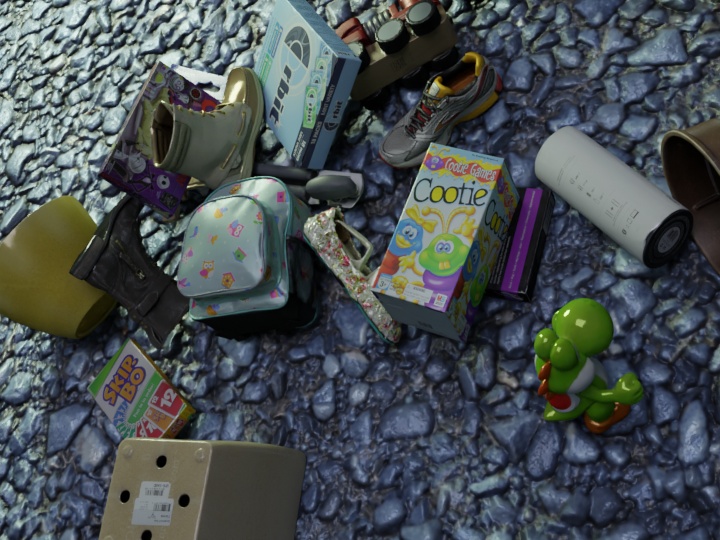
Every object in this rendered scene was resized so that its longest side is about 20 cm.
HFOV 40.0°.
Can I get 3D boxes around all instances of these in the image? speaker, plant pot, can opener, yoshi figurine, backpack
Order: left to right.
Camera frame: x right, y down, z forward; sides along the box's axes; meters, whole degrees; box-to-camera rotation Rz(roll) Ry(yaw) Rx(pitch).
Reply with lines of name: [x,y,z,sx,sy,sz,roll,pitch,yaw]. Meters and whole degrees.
plant pot: [-0.431,0.016,1.441,0.141,0.200,0.201,40,86,6]
plant pot: [-0.202,0.293,1.198,0.196,0.177,0.204,-2,66,24]
backpack: [-0.151,-0.027,1.339,0.173,0.153,0.203,-10,59,26]
can opener: [-0.087,-0.128,1.401,0.197,0.067,0.054,9,71,28]
yoshi figurine: [0.245,0.096,1.066,0.110,0.200,0.114,-6,64,22]
speaker: [0.298,-0.092,1.186,0.081,0.081,0.200,-43,50,1]
plant pot: [0.464,-0.104,1.073,0.196,0.201,0.202,-26,58,2]

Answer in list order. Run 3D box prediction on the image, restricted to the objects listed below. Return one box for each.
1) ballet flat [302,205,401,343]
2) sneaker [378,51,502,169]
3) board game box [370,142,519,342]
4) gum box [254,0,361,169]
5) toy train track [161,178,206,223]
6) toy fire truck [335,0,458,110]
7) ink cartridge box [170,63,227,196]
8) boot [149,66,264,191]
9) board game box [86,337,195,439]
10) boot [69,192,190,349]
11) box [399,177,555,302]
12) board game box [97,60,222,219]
ballet flat: [0.000,0.000,1.273,0.064,0.075,0.201,-42,78,15]
sneaker: [0.099,-0.222,1.350,0.200,0.082,0.078,-43,57,2]
board game box: [0.106,-0.035,1.204,0.103,0.103,0.203,15,73,26]
gum box: [-0.085,-0.273,1.414,0.201,0.044,0.172,54,131,42]
toy train track: [-0.285,-0.172,1.486,0.113,0.032,0.204,-10,67,22]
toy fire truck: [0.029,-0.367,1.437,0.174,0.129,0.202,-28,47,11]
ink cartridge box: [-0.279,-0.233,1.555,0.197,0.041,0.203,17,75,30]
boot: [-0.220,-0.219,1.414,0.071,0.153,0.204,-9,69,45]
board game box: [-0.311,0.174,1.376,0.096,0.030,0.199,-50,45,-3]
boot: [-0.304,-0.003,1.403,0.069,0.173,0.202,-36,22,44]
box: [0.139,-0.043,1.278,0.197,0.036,0.145,9,70,26]
board game box: [-0.285,-0.190,1.432,0.032,0.119,0.203,-18,46,52]
